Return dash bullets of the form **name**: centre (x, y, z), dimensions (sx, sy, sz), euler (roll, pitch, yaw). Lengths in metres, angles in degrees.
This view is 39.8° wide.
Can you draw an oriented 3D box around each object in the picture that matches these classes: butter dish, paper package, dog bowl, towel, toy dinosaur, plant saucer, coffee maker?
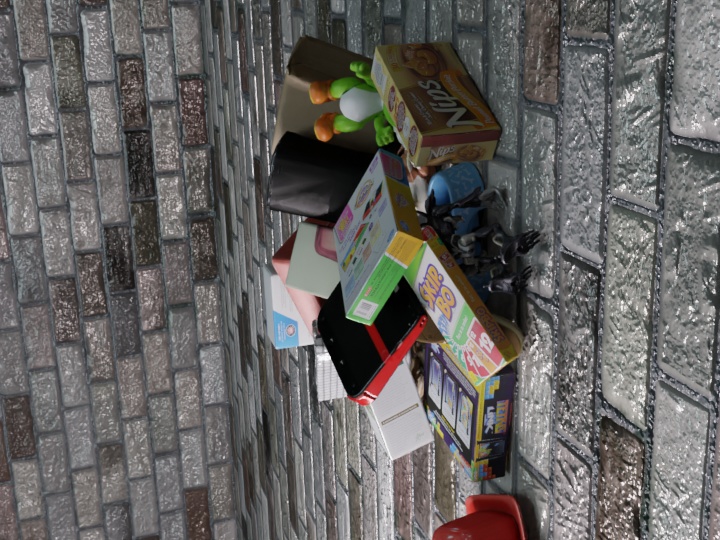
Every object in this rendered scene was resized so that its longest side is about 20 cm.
- **butter dish**: centre (0.151, 0.425, 1.384), dimensions (0.200, 0.145, 0.203), euler (144, 117, -70)
- **paper package**: centre (-0.040, -0.260, 1.643), dimensions (0.201, 0.188, 0.105), euler (111, 177, -54)
- **dog bowl**: centre (0.137, -0.050, 1.405), dimensions (0.111, 0.049, 0.204), euler (-170, 74, -72)
- **towel**: centre (0.000, 0.138, 1.679), dimensions (0.201, 0.162, 0.087), euler (91, 171, -61)
- **toy dinosaur**: centre (0.104, 0.164, 1.610), dimensions (0.107, 0.059, 0.203), euler (-69, -12, -62)
- **plant saucer**: centre (-0.049, -0.002, 1.748), dimensions (0.036, 0.200, 0.202), euler (-1, 128, 41)
- **coffee maker**: centre (-0.043, -0.141, 1.561), dimensions (0.192, 0.196, 0.137), euler (-35, -43, -83)

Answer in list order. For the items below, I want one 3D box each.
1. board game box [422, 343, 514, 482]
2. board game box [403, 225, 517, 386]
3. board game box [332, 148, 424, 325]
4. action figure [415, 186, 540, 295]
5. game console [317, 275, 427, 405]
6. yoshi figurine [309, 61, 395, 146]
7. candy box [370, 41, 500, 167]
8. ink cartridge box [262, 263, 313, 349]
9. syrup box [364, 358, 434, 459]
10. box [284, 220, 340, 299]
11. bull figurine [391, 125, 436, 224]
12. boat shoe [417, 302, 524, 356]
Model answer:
- **board game box**: centre (0.152, 0.176, 1.435), dimensions (0.200, 0.056, 0.168), euler (-128, 37, -60)
- **board game box**: centre (0.120, 0.045, 1.283), dimensions (0.202, 0.030, 0.096), euler (59, 152, 12)
- **board game box**: centre (0.020, -0.049, 1.363), dimensions (0.154, 0.040, 0.202), euler (-58, 25, 31)
- **action figure**: centre (0.148, -0.041, 1.295), dimensions (0.199, 0.101, 0.121), euler (33, 132, 48)
- **game console**: centre (0.013, 0.070, 1.411), dimensions (0.178, 0.031, 0.201), euler (-54, 38, 21)
- **yoshi figurine**: centre (0.019, -0.243, 1.460), dimensions (0.113, 0.196, 0.114), euler (50, -138, -56)
- **candy box**: centre (0.098, -0.229, 1.348), dimensions (0.056, 0.113, 0.202), euler (101, 155, -46)
- **ink cartridge box**: centre (-0.078, 0.055, 1.883), dimensions (0.084, 0.196, 0.148), euler (-140, 46, -68)
- **syrup box**: centre (0.039, 0.178, 1.523), dimensions (0.079, 0.080, 0.203), euler (-136, 25, -64)
- **box**: centre (0.000, 0.000, 1.566), dimensions (0.198, 0.127, 0.111), euler (16, 93, 38)
- **bull figurine**: centre (0.083, -0.128, 1.489), dimensions (0.121, 0.064, 0.204), euler (-33, -68, -69)
- **boat shoe**: centre (0.146, 0.072, 1.354), dimensions (0.198, 0.065, 0.073), euler (9, 118, 44)
